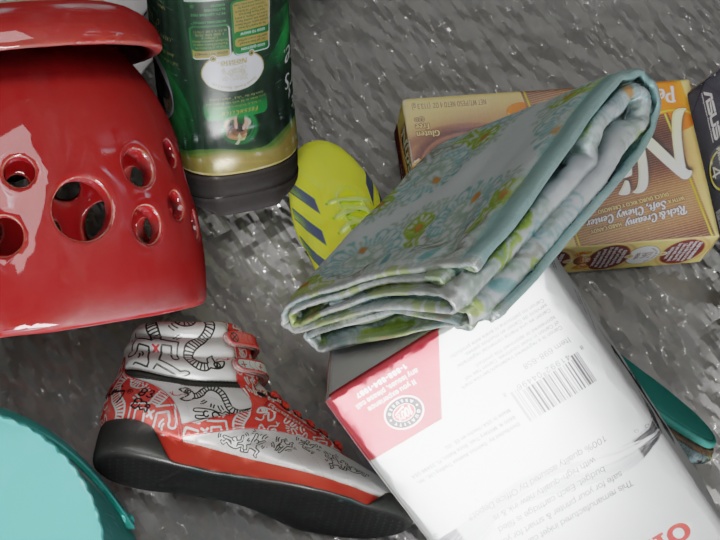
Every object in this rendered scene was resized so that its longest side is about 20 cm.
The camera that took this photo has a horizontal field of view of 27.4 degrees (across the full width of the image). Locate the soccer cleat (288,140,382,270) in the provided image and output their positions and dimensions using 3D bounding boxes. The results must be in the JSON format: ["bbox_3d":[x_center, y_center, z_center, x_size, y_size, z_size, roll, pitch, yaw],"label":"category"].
[{"bbox_3d":[0.001,0.000,0.943,0.064,0.084,0.201,-13,72,-8],"label":"soccer cleat"}]

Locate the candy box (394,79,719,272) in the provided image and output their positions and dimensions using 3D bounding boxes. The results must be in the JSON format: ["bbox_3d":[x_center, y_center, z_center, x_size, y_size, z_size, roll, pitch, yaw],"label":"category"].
[{"bbox_3d":[0.129,-0.059,0.989,0.199,0.055,0.116,-4,71,-6],"label":"candy box"}]

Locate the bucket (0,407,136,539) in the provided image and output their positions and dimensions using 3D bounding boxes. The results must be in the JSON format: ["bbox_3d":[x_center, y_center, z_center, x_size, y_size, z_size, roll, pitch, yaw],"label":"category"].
[{"bbox_3d":[-0.227,0.177,0.835,0.206,0.135,0.208,2,70,-5],"label":"bucket"}]

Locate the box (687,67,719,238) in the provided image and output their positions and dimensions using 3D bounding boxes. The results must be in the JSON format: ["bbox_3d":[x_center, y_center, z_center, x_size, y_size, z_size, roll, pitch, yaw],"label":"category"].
[{"bbox_3d":[0.309,-0.032,0.974,0.161,0.049,0.201,1,69,-24],"label":"box"}]

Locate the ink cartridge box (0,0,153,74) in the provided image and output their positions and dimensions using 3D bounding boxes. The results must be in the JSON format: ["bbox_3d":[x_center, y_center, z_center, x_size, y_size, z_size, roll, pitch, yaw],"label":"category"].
[{"bbox_3d":[-0.211,-0.190,1.003,0.200,0.068,0.115,31,70,7],"label":"ink cartridge box"}]

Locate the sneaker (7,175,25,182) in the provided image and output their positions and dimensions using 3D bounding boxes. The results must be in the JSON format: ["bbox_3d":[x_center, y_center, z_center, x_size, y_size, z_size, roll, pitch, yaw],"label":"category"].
[{"bbox_3d":[-0.282,-0.141,0.975,0.078,0.090,0.200,-45,100,-6],"label":"sneaker"}]

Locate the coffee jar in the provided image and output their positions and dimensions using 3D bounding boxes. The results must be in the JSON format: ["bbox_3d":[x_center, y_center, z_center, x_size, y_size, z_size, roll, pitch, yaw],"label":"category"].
[{"bbox_3d":[-0.087,-0.139,0.922,0.085,0.201,0.104,-11,35,-14],"label":"coffee jar"}]

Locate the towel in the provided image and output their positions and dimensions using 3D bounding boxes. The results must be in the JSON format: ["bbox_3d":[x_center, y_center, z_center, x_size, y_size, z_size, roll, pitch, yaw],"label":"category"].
[{"bbox_3d":[0.061,-0.033,0.838,0.200,0.171,0.048,-46,110,-33],"label":"towel"}]

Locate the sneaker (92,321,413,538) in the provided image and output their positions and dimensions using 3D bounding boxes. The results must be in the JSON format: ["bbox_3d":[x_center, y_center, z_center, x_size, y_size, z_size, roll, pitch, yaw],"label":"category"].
[{"bbox_3d":[-0.057,0.093,0.914,0.201,0.067,0.108,15,57,-9],"label":"sneaker"}]

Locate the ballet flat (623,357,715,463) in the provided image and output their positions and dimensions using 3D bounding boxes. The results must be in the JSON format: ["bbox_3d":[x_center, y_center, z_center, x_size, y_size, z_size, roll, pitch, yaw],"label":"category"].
[{"bbox_3d":[0.131,0.068,0.932,0.200,0.074,0.074,40,72,-4],"label":"ballet flat"}]

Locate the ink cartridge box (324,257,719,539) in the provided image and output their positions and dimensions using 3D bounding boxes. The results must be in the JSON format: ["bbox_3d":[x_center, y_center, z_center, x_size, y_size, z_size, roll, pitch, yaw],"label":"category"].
[{"bbox_3d":[0.094,0.098,0.849,0.144,0.084,0.200,-32,105,11],"label":"ink cartridge box"}]

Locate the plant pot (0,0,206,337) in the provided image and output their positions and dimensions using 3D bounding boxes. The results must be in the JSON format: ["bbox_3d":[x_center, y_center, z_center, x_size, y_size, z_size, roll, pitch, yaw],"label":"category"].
[{"bbox_3d":[-0.200,-0.056,0.863,0.200,0.200,0.183,-9,92,-8],"label":"plant pot"}]
